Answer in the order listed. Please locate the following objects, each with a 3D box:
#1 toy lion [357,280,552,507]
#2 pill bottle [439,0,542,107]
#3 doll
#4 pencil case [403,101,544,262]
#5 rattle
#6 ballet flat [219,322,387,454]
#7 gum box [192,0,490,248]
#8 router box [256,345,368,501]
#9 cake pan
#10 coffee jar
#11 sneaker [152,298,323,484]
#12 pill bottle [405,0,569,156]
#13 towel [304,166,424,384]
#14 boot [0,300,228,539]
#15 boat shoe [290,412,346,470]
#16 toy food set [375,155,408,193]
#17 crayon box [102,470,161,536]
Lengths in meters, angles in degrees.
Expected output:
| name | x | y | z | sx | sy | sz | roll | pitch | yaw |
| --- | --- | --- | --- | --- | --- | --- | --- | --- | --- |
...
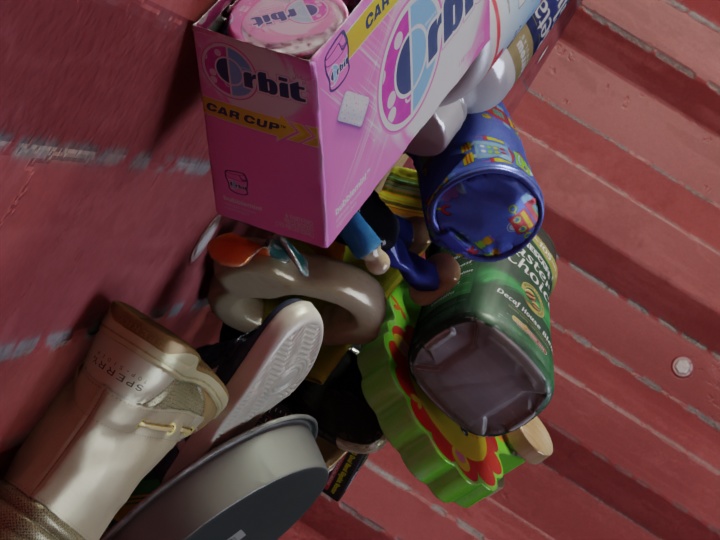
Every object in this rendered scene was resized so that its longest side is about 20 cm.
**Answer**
| name | x | y | z | sx | sy | sz | roll | pitch | yaw |
| --- | --- | --- | --- | --- | --- | --- | --- | --- | --- |
| toy lion | 0.055 | 0.085 | 1.366 | 0.069 | 0.200 | 0.192 | -35 | 152 | 21 |
| pill bottle | 0.062 | -0.189 | 1.091 | 0.200 | 0.109 | 0.109 | -52 | 172 | -47 |
| doll | -0.008 | -0.045 | 1.223 | 0.048 | 0.137 | 0.200 | -41 | 145 | 9 |
| pencil case | 0.071 | -0.081 | 1.298 | 0.087 | 0.078 | 0.200 | -43 | -153 | 16 |
| rattle | -0.046 | -0.030 | 1.256 | 0.143 | 0.130 | 0.200 | -67 | 151 | -17 |
| ballet flat | -0.038 | 0.085 | 1.385 | 0.066 | 0.200 | 0.057 | -32 | 131 | -20 |
| gum box | 0.000 | -0.121 | 0.909 | 0.200 | 0.066 | 0.114 | -53 | 152 | -39 |
| router box | -0.046 | 0.098 | 1.548 | 0.062 | 0.150 | 0.200 | -55 | 175 | -33 |
| cake pan | -0.102 | 0.174 | 1.244 | 0.200 | 0.037 | 0.200 | -34 | 162 | -12 |
| coffee jar | 0.094 | 0.025 | 1.350 | 0.085 | 0.104 | 0.200 | -36 | -158 | 25 |
| sneaker | -0.098 | 0.069 | 1.193 | 0.075 | 0.085 | 0.200 | -20 | 155 | -47 |
| pill bottle | 0.074 | -0.179 | 1.246 | 0.200 | 0.111 | 0.111 | -56 | 175 | -21 |
| towel | 0.000 | 0.000 | 1.375 | 0.086 | 0.018 | 0.200 | 10 | -125 | 49 |
| boot | -0.147 | 0.108 | 1.045 | 0.156 | 0.073 | 0.200 | -58 | 174 | -9 |
| boat shoe | -0.065 | 0.162 | 1.411 | 0.200 | 0.071 | 0.069 | -38 | 168 | -28 |
| toy food set | 0.024 | -0.125 | 1.465 | 0.200 | 0.049 | 0.198 | -57 | 175 | -13 |
| crayon box | -0.194 | 0.224 | 1.386 | 0.200 | 0.058 | 0.173 | -61 | 174 | 24 |
